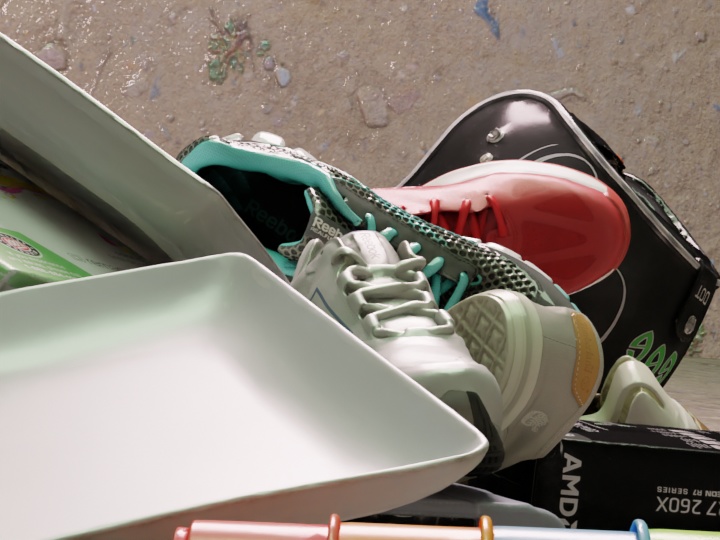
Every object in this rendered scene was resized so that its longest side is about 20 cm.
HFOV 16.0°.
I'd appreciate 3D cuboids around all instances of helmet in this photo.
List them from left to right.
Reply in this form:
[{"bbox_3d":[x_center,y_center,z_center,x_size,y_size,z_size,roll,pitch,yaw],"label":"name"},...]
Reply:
[{"bbox_3d":[0.088,0.013,1.463,0.200,0.191,0.200,46,9,-10],"label":"helmet"}]

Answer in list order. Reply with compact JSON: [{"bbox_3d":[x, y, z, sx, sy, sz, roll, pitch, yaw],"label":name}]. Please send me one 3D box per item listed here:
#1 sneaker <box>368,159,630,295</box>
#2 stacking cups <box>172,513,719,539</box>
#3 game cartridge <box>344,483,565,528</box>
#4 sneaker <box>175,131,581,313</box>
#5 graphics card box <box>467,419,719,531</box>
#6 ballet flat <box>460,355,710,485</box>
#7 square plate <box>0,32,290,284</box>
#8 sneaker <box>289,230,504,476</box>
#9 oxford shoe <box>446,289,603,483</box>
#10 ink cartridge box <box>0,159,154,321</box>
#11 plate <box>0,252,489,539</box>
[{"bbox_3d":[0.025,-0.004,1.189,0.199,0.079,0.116,-5,12,8],"label":"sneaker"},{"bbox_3d":[0.051,0.084,0.652,0.199,0.061,0.061,6,1,2],"label":"stacking cups"},{"bbox_3d":[-0.045,0.086,0.886,0.199,0.041,0.133,5,-3,-30],"label":"game cartridge"},{"bbox_3d":[0.000,0.000,1.077,0.200,0.078,0.091,25,0,16],"label":"sneaker"},{"bbox_3d":[0.153,0.095,1.078,0.199,0.051,0.125,7,1,-11],"label":"graphics card box"},{"bbox_3d":[0.093,0.071,1.178,0.199,0.073,0.068,6,33,-12],"label":"ballet flat"},{"bbox_3d":[-0.108,-0.034,1.055,0.198,0.028,0.200,35,-10,25],"label":"square plate"},{"bbox_3d":[0.000,0.029,0.932,0.074,0.087,0.200,8,1,-20],"label":"sneaker"},{"bbox_3d":[0.032,0.058,1.027,0.058,0.075,0.200,7,-21,-28],"label":"oxford shoe"},{"bbox_3d":[-0.169,0.002,0.988,0.200,0.088,0.145,31,8,34],"label":"ink cartridge box"},{"bbox_3d":[-0.089,0.051,0.788,0.199,0.032,0.200,-10,21,-23],"label":"plate"}]
